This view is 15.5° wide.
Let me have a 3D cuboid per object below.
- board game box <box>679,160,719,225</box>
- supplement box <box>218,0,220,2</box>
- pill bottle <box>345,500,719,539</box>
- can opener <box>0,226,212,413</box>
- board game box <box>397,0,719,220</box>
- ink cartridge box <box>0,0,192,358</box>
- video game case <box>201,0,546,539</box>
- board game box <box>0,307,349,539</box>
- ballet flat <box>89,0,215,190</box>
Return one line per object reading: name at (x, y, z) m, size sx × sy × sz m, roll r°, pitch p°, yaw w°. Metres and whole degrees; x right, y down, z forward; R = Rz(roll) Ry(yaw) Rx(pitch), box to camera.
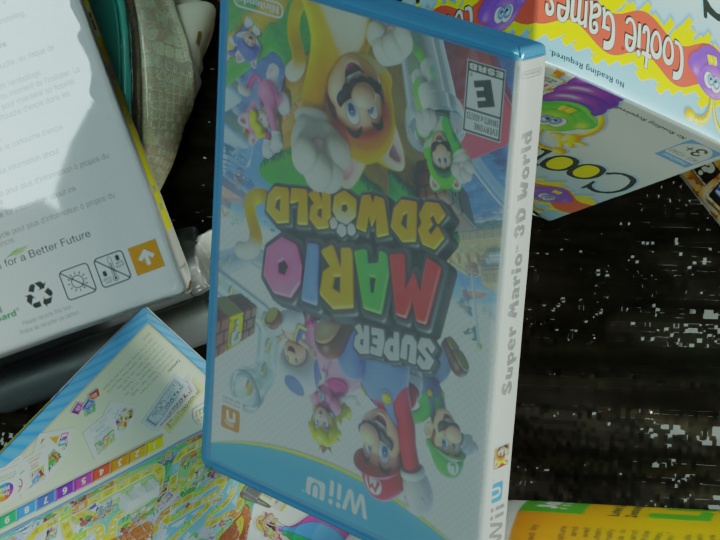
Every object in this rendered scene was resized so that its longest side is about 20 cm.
board game box at (0.209, -0.077, 0.977) m, size 0.200 × 0.046 × 0.152 m, roll -42°, pitch 82°, yaw 33°
supplement box at (-0.015, -0.208, 1.077) m, size 0.073 × 0.126 × 0.200 m, roll 9°, pitch 82°, yaw 17°
pill bottle at (0.092, 0.143, 0.988) m, size 0.200 × 0.111 × 0.111 m, roll 2°, pitch 80°, yaw 15°
can opener at (-0.073, 0.001, 1.098) m, size 0.200 × 0.053 × 0.066 m, roll -23°, pitch 40°, yaw 8°
board game box at (0.074, -0.137, 0.988) m, size 0.103 × 0.105 × 0.200 m, roll -20°, pitch 58°, yaw 48°
ink cartridge box at (-0.191, -0.053, 1.027) m, size 0.198 × 0.047 × 0.200 m, roll -19°, pitch 93°, yaw 1°
video game case at (0.000, 0.000, 0.953) m, size 0.143 × 0.018 × 0.200 m, roll 21°, pitch 117°, yaw 38°
board game box at (-0.101, 0.127, 1.015) m, size 0.134 × 0.034 × 0.200 m, roll 43°, pitch 61°, yaw 1°
ballet flat at (-0.090, -0.123, 1.115) m, size 0.062 × 0.067 × 0.200 m, roll -6°, pitch 77°, yaw -23°
